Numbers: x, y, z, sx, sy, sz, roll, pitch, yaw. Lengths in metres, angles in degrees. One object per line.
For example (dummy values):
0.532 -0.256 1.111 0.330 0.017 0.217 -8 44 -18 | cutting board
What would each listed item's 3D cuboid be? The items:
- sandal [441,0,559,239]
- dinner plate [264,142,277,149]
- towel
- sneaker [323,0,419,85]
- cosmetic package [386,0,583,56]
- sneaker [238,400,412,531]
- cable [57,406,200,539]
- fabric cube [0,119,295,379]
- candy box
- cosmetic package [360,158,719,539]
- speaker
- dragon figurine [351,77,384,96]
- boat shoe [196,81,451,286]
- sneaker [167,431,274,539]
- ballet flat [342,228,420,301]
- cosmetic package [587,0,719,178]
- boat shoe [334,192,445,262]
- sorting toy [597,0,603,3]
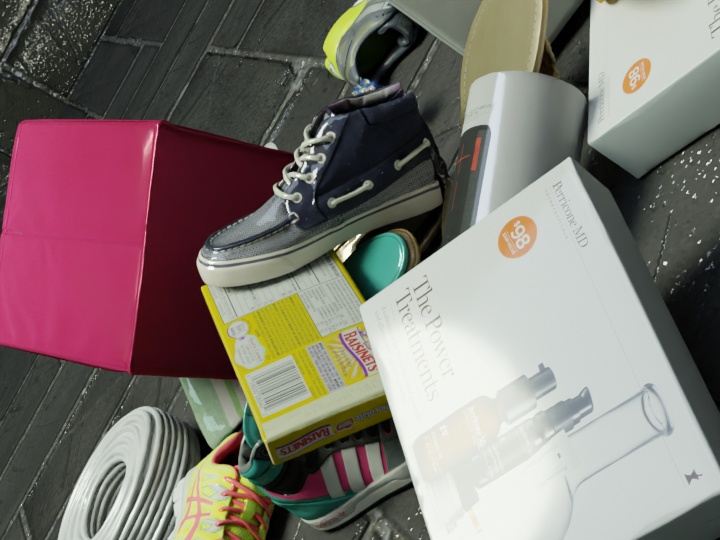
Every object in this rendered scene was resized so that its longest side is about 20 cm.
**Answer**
0.114 -0.107 0.892 0.077 0.069 0.214 29 112 52 | sandal
-0.121 -0.033 1.258 0.200 0.024 0.202 -166 90 -74 | dinner plate
-0.108 0.041 1.149 0.200 0.023 0.153 -49 51 23 | towel
0.040 -0.261 1.215 0.201 0.073 0.081 -60 32 17 | sneaker
0.102 -0.287 0.974 0.201 0.165 0.168 -53 22 17 | cosmetic package
-0.019 0.098 0.854 0.200 0.120 0.084 -43 29 34 | sneaker
-0.223 0.229 1.181 0.200 0.069 0.201 -48 27 26 | cable
-0.172 -0.017 1.066 0.198 0.195 0.202 5 87 43 | fabric cube
-0.039 0.047 0.841 0.101 0.027 0.200 -20 32 -9 | candy box
0.092 0.065 0.638 0.150 0.052 0.201 -35 51 21 | cosmetic package
0.091 -0.019 0.779 0.081 0.081 0.202 -16 59 58 | speaker
-0.016 -0.106 1.144 0.200 0.058 0.100 -33 33 65 | dragon figurine
-0.035 -0.066 0.900 0.198 0.094 0.075 -24 28 -12 | boat shoe
-0.102 0.193 0.971 0.091 0.078 0.200 -51 25 15 | sneaker
-0.002 0.040 0.944 0.200 0.072 0.068 -45 44 33 | ballet flat
0.212 -0.178 0.786 0.151 0.051 0.202 -40 31 44 | cosmetic package
0.000 0.000 0.991 0.200 0.072 0.065 -50 24 10 | boat shoe
0.174 -0.287 0.799 0.180 0.107 0.201 -38 57 12 | sorting toy
